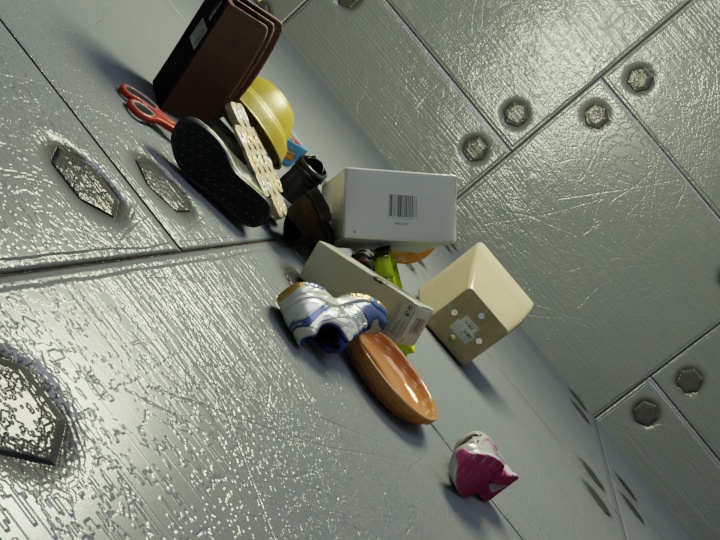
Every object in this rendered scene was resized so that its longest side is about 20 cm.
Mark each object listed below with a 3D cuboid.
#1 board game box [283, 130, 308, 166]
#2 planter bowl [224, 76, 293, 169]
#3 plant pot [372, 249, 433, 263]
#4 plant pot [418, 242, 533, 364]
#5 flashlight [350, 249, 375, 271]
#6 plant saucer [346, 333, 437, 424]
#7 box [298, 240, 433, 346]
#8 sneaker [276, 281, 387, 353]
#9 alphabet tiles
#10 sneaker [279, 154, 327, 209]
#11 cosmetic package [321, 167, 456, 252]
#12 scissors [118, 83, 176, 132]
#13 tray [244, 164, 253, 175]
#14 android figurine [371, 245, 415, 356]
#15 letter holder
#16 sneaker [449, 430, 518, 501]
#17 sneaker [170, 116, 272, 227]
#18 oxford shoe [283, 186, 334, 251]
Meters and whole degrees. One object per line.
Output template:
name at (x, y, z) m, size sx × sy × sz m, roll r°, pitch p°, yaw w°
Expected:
board game box at (-0.217, -0.321, 1.857) m, size 0.200 × 0.056 × 0.196 m, roll 54°, pitch 11°, yaw 16°
planter bowl at (-0.179, -0.285, 1.635) m, size 0.200 × 0.083 × 0.201 m, roll 46°, pitch -13°, yaw 14°
plant pot at (0.053, -0.117, 1.966) m, size 0.183 × 0.200 × 0.201 m, roll 2°, pitch 47°, yaw -55°
plant pot at (0.250, 0.093, 2.039) m, size 0.200 × 0.200 × 0.177 m, roll 49°, pitch 22°, yaw -6°
flashlight at (0.000, 0.000, 1.646) m, size 0.068 × 0.068 × 0.200 m, roll 48°, pitch 13°, yaw -10°
plant saucer at (0.041, 0.156, 1.380) m, size 0.200 × 0.037 × 0.200 m, roll 47°, pitch 11°, yaw -12°
box at (0.009, 0.035, 1.398) m, size 0.199 × 0.069 × 0.082 m, roll 33°, pitch 5°, yaw 23°
sneaker at (-0.032, 0.079, 1.251) m, size 0.199 × 0.075 × 0.089 m, roll 12°, pitch 49°, yaw -46°
alphabet tiles at (-0.168, -0.178, 1.479) m, size 0.196 × 0.015 × 0.201 m, roll -68°, pitch 135°, yaw -81°
sneaker at (-0.099, -0.166, 1.707) m, size 0.071 × 0.099 × 0.200 m, roll 49°, pitch 10°, yaw 3°
cosmetic package at (0.044, -0.103, 1.603) m, size 0.200 × 0.198 × 0.124 m, roll 162°, pitch -70°, yaw -75°
scissors at (-0.271, -0.211, 1.344) m, size 0.199 × 0.014 × 0.073 m, roll 30°, pitch 21°, yaw -40°
tray at (-0.194, -0.142, 1.458) m, size 0.108 × 0.022 × 0.200 m, roll 53°, pitch 11°, yaw 7°
android figurine at (0.057, 0.062, 1.560) m, size 0.182 × 0.041 × 0.201 m, roll -76°, pitch 154°, yaw -75°
letter holder at (-0.215, -0.325, 1.442) m, size 0.142 × 0.200 × 0.101 m, roll 26°, pitch 23°, yaw -34°
sneaker at (0.171, 0.289, 1.376) m, size 0.088 × 0.081 × 0.200 m, roll 55°, pitch 4°, yaw 29°
sneaker at (-0.205, -0.141, 1.317) m, size 0.200 × 0.072 × 0.083 m, roll 53°, pitch 5°, yaw -29°
oxford shoe at (-0.093, -0.073, 1.513) m, size 0.073 × 0.084 × 0.200 m, roll 58°, pitch -7°, yaw 19°
